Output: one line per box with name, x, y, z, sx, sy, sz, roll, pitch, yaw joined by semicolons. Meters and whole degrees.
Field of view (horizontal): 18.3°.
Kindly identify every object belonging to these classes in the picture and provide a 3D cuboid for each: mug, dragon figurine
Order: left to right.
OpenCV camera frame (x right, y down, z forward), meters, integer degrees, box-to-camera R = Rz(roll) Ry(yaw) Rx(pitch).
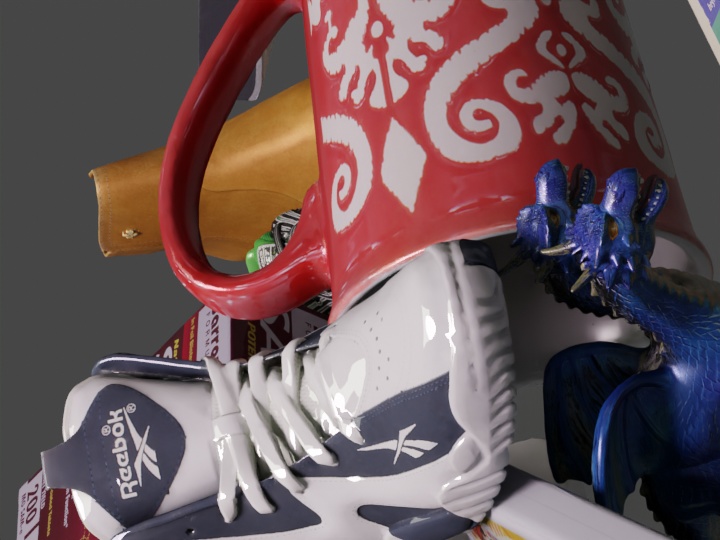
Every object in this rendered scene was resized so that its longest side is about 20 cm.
mug;0.020;-0.073;0.796;0.133;0.177;0.200;119;146;-59
dragon figurine;0.092;0.053;0.708;0.059;0.099;0.200;-126;34;-60

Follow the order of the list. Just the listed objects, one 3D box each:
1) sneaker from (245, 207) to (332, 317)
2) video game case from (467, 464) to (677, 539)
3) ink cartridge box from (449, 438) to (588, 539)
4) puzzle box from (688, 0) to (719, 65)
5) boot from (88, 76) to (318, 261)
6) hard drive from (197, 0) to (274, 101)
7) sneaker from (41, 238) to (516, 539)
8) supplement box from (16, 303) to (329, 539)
sneaker;0.000;0.000;1.029;0.200;0.085;0.078;147;116;-71
video game case;0.108;0.145;0.681;0.182;0.023;0.200;57;169;-13
ink cartridge box;0.011;0.157;0.896;0.200;0.125;0.129;-41;55;43
puzzle box;0.124;-0.167;0.653;0.200;0.025;0.133;104;154;-50
boot;-0.060;-0.051;1.106;0.201;0.144;0.071;121;139;-64
hard drive;-0.053;-0.191;1.107;0.200;0.033;0.140;-83;-4;-59
sneaker;-0.034;0.053;0.720;0.199;0.130;0.080;125;142;-62
supplement box;-0.089;0.105;1.035;0.200;0.061;0.109;-43;36;37
